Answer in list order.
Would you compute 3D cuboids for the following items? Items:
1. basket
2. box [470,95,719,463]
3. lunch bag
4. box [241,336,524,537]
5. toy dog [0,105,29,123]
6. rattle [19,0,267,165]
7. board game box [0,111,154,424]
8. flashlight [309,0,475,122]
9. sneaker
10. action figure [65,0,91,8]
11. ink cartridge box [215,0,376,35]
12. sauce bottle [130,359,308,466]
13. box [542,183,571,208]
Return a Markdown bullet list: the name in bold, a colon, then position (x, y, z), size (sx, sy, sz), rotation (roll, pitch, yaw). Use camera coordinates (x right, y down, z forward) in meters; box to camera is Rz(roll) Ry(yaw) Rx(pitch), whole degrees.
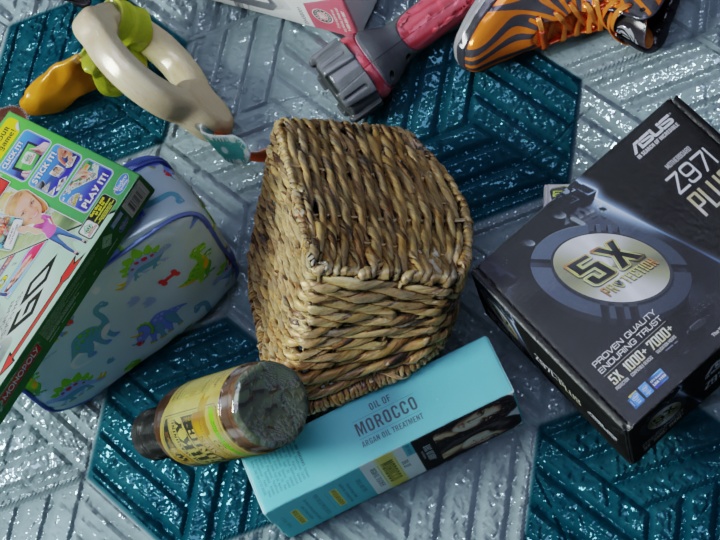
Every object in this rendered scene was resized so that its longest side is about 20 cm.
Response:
- **basket**: position (0.000, 0.000, 1.165), size (0.142, 0.150, 0.200), rotation (3, 36, -16)
- **box**: position (0.208, 0.006, 1.106), size (0.200, 0.086, 0.164), rotation (-40, 65, -5)
- **lunch bag**: position (-0.198, 0.010, 1.193), size (0.200, 0.161, 0.083), rotation (-37, 65, -3)
- **box**: position (0.019, 0.124, 1.140), size (0.199, 0.082, 0.049), rotation (-26, 65, 1)
- **toy dog**: position (-0.289, -0.079, 1.284), size (0.132, 0.096, 0.200), rotation (-34, 93, 38)
- **rattle**: position (-0.179, -0.118, 1.296), size (0.143, 0.130, 0.200), rotation (-44, 92, 4)
- **board game box**: position (-0.255, -0.005, 1.112), size (0.134, 0.029, 0.201), rotation (25, 76, 26)
- **flashlight**: position (0.054, -0.205, 1.277), size (0.200, 0.068, 0.068), rotation (-36, 54, -2)
- **sneaker**: position (0.176, -0.207, 1.247), size (0.200, 0.078, 0.112), rotation (-38, 64, -5)
- **action figure**: position (-0.237, -0.339, 1.355), size (0.118, 0.102, 0.201), rotation (-10, 67, 21)
- **ink cartridge box**: position (-0.088, -0.284, 1.301), size (0.199, 0.146, 0.085), rotation (19, 74, 20)
- **sauce bottle**: position (-0.109, 0.109, 1.126), size (0.064, 0.200, 0.065), rotation (8, 74, -29)
- **box**: position (0.237, -0.010, 1.173), size (0.199, 0.035, 0.111), rotation (0, 68, 13)
